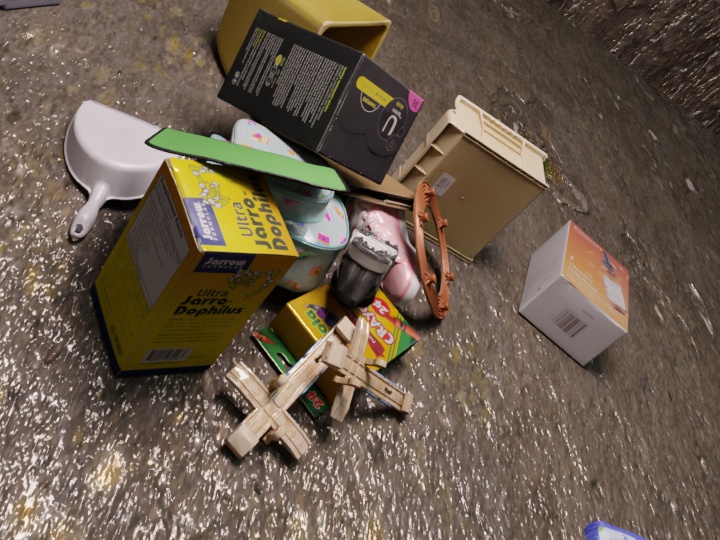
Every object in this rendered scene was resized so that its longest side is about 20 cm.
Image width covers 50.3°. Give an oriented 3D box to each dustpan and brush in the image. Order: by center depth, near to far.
[{"bbox_3d":[-0.291,-0.110,0.884,0.138,0.058,0.201,21,33,-11],"label":"dustpan and brush"}]

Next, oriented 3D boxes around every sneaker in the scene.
[{"bbox_3d":[0.000,0.000,0.949,0.066,0.091,0.200,29,9,1],"label":"sneaker"},{"bbox_3d":[0.019,-0.037,1.089,0.104,0.076,0.202,19,39,-27],"label":"sneaker"}]

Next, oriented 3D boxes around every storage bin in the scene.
[{"bbox_3d":[0.162,-0.142,1.229,0.197,0.200,0.094,29,39,-19],"label":"storage bin"}]

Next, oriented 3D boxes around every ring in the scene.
[{"bbox_3d":[0.110,-0.031,1.112,0.200,0.019,0.204,-7,90,-72],"label":"ring"}]

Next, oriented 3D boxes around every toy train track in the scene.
[{"bbox_3d":[-0.065,0.117,0.815,0.115,0.032,0.200,49,54,-5],"label":"toy train track"},{"bbox_3d":[0.020,0.128,0.877,0.200,0.032,0.116,42,59,-52],"label":"toy train track"}]

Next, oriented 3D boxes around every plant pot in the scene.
[{"bbox_3d":[-0.111,-0.360,1.204,0.200,0.195,0.195,42,34,14],"label":"plant pot"}]

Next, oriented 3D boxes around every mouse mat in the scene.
[{"bbox_3d":[-0.112,-0.114,0.782,0.197,0.008,0.161,14,14,-10],"label":"mouse mat"}]

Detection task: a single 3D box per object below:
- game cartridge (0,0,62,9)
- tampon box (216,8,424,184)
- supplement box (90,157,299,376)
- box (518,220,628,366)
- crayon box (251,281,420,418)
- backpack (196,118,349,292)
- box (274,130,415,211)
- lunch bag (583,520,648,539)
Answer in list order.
[{"bbox_3d":[-0.494,-0.433,1.023,0.200,0.041,0.133,46,31,4],"label":"game cartridge"},{"bbox_3d":[-0.051,-0.222,0.982,0.199,0.127,0.149,33,9,33],"label":"tampon box"},{"bbox_3d":[-0.167,0.003,0.750,0.109,0.200,0.110,2,52,-43],"label":"supplement box"},{"bbox_3d":[0.376,0.035,1.337,0.152,0.106,0.201,38,35,-6],"label":"box"},{"bbox_3d":[-0.024,0.081,0.941,0.127,0.051,0.199,50,36,9],"label":"crayon box"},{"bbox_3d":[-0.107,-0.074,0.931,0.199,0.154,0.177,29,26,-24],"label":"backpack"},{"bbox_3d":[-0.019,-0.149,1.139,0.162,0.021,0.200,7,26,-44],"label":"box"},{"bbox_3d":[0.331,0.412,0.885,0.200,0.127,0.171,41,34,-20],"label":"lunch bag"}]
